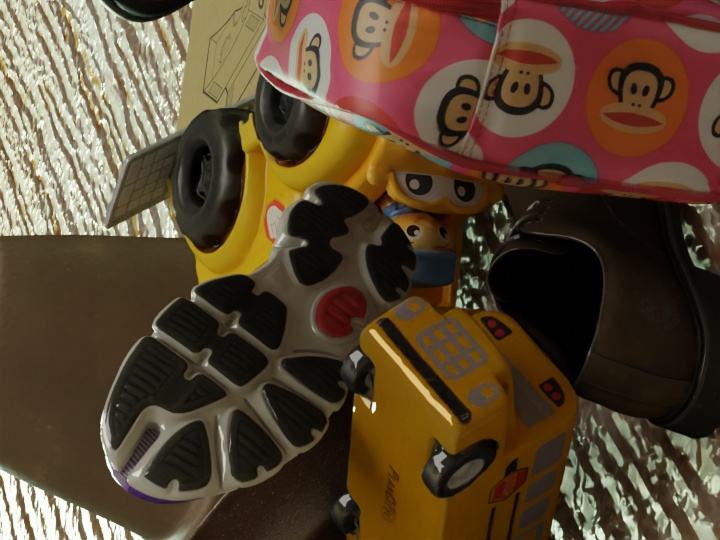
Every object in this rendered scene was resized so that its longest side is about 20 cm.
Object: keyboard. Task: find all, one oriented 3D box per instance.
[{"bbox_3d":[-0.054,-0.078,1.225,0.011,0.200,0.056,49,142,13],"label":"keyboard"}]

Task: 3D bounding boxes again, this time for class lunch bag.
[{"bbox_3d":[0.062,-0.086,0.936,0.176,0.200,0.082,-145,66,-64],"label":"lunch bag"}]

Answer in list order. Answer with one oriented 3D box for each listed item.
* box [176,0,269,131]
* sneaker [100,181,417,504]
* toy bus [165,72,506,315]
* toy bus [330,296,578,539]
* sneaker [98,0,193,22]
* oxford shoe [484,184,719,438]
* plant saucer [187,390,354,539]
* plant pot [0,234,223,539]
[{"bbox_3d":[-0.066,-0.141,1.462,0.200,0.021,0.164,-24,56,61],"label":"box"},{"bbox_3d":[-0.041,0.043,0.967,0.200,0.081,0.083,-43,-10,-50],"label":"sneaker"},{"bbox_3d":[0.000,0.000,1.116,0.200,0.136,0.192,-37,51,52],"label":"toy bus"},{"bbox_3d":[0.038,0.084,0.946,0.065,0.078,0.200,50,155,28],"label":"toy bus"},{"bbox_3d":[-0.017,-0.166,0.868,0.199,0.076,0.114,-41,30,-10],"label":"sneaker"},{"bbox_3d":[0.090,-0.012,0.979,0.200,0.084,0.073,-115,42,-56],"label":"oxford shoe"},{"bbox_3d":[-0.012,0.115,1.060,0.037,0.200,0.201,44,126,18],"label":"plant saucer"},{"bbox_3d":[-0.136,0.053,1.278,0.200,0.174,0.201,-164,90,-70],"label":"plant pot"}]
